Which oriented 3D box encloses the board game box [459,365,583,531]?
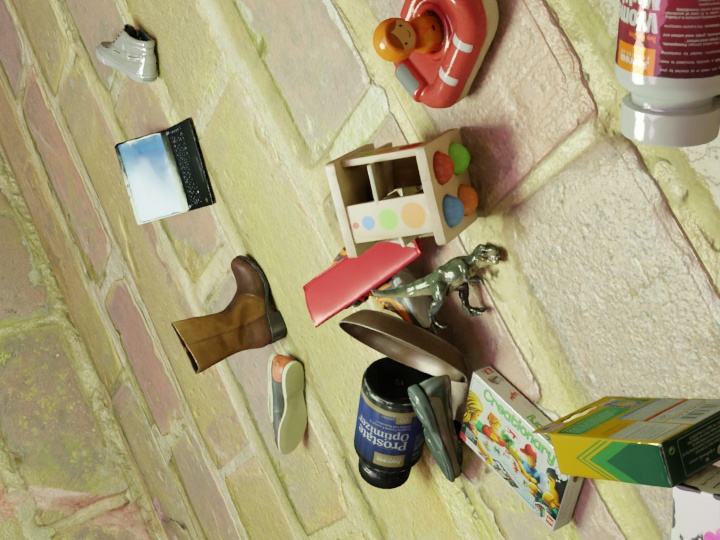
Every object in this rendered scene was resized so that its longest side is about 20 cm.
[{"bbox_3d":[0.215,0.236,1.375,0.200,0.035,0.127,43,139,39],"label":"board game box"}]

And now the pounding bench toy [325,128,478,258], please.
[{"bbox_3d":[0.078,-0.112,1.334,0.156,0.200,0.125,-7,104,28],"label":"pounding bench toy"}]

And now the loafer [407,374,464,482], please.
[{"bbox_3d":[0.126,0.231,1.485,0.072,0.063,0.200,51,167,49],"label":"loafer"}]

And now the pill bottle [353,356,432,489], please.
[{"bbox_3d":[0.048,0.239,1.577,0.112,0.112,0.200,44,140,39],"label":"pill bottle"}]

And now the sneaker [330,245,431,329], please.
[{"bbox_3d":[0.025,0.034,1.492,0.112,0.078,0.200,-43,51,16],"label":"sneaker"}]

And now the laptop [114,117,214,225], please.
[{"bbox_3d":[-0.399,-0.197,2.076,0.200,0.103,0.178,-5,102,59],"label":"laptop"}]

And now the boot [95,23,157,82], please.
[{"bbox_3d":[-0.479,-0.462,2.105,0.200,0.073,0.096,32,126,37],"label":"boot"}]

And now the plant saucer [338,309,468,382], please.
[{"bbox_3d":[0.065,0.103,1.446,0.200,0.200,0.035,4,66,58],"label":"plant saucer"}]

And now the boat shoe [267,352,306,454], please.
[{"bbox_3d":[-0.146,0.252,1.938,0.062,0.071,0.201,20,119,38],"label":"boat shoe"}]

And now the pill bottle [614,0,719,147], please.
[{"bbox_3d":[0.288,-0.220,0.926,0.109,0.109,0.201,31,131,48],"label":"pill bottle"}]

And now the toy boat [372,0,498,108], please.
[{"bbox_3d":[0.073,-0.284,1.222,0.131,0.130,0.200,55,146,25],"label":"toy boat"}]

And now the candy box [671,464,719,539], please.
[{"bbox_3d":[0.407,0.298,0.997,0.200,0.071,0.168,9,107,42],"label":"candy box"}]

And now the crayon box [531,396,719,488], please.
[{"bbox_3d":[0.301,0.182,1.115,0.200,0.125,0.052,-8,99,60],"label":"crayon box"}]

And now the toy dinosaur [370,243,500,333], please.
[{"bbox_3d":[0.116,0.030,1.375,0.200,0.047,0.088,-23,93,29],"label":"toy dinosaur"}]

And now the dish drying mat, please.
[{"bbox_3d":[0.000,0.000,1.462,0.200,0.018,0.077,-34,54,21],"label":"dish drying mat"}]

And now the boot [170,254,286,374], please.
[{"bbox_3d":[-0.262,0.078,1.906,0.068,0.200,0.189,-34,77,59],"label":"boot"}]
